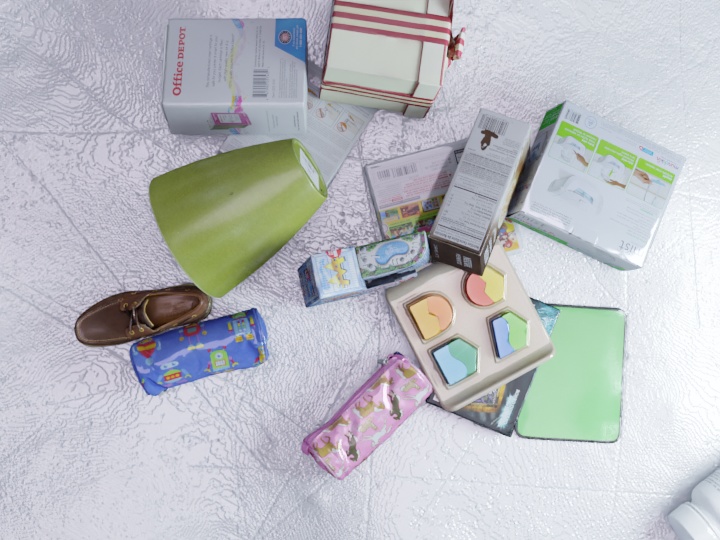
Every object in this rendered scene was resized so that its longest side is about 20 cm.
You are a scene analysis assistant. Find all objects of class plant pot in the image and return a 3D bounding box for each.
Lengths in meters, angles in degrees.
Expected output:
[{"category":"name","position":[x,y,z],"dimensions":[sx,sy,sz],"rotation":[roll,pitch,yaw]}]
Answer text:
[{"category":"plant pot","position":[-0.152,-0.092,1.611],"dimensions":[0.199,0.187,0.188],"rotation":[-29,89,13]}]

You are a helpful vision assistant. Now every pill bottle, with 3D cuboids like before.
[{"category":"pill bottle","position":[0.549,0.332,1.701],"dimensions":[0.199,0.113,0.114],"rotation":[-34,90,-5]}]

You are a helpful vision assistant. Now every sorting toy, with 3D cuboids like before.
[{"category":"sorting toy","position":[0.158,0.074,1.696],"dimensions":[0.184,0.036,0.201],"rotation":[-28,86,-2]}]

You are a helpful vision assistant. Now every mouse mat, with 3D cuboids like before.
[{"category":"mouse mat","position":[0.310,0.151,1.747],"dimensions":[0.160,0.008,0.201],"rotation":[4,88,-4]}]

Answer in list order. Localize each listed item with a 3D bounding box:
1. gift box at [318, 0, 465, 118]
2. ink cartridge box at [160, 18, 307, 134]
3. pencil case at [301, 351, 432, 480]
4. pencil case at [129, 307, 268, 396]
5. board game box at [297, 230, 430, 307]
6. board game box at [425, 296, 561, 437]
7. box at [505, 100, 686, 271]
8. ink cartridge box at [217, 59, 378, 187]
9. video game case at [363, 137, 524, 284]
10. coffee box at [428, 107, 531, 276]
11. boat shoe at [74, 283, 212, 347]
[{"category":"gift box","position":[0.048,-0.336,1.661],"dimensions":[0.186,0.185,0.201],"rotation":[9,86,-5]},{"category":"ink cartridge box","position":[-0.175,-0.273,1.671],"dimensions":[0.199,0.085,0.145],"rotation":[1,67,-1]},{"category":"pencil case","position":[0.009,0.207,1.686],"dimensions":[0.086,0.083,0.200],"rotation":[43,86,13]},{"category":"pencil case","position":[-0.226,0.118,1.675],"dimensions":[0.199,0.078,0.087],"rotation":[-16,113,-5]},{"category":"board game box","position":[0.000,0.000,1.621],"dimensions":[0.199,0.200,0.062],"rotation":[-14,88,5]},{"category":"board game box","position":[0.193,0.125,1.725],"dimensions":[0.135,0.028,0.201],"rotation":[23,86,1]},{"category":"box","position":[0.336,-0.118,1.706],"dimensions":[0.199,0.097,0.177],"rotation":[23,84,-7]},{"category":"ink cartridge box","position":[-0.092,-0.199,1.728],"dimensions":[0.162,0.050,0.200],"rotation":[33,68,-1]},{"category":"video game case","position":[0.123,-0.090,1.738],"dimensions":[0.199,0.023,0.183],"rotation":[-15,88,-5]},{"category":"coffee box","position":[0.168,-0.107,1.655],"dimensions":[0.079,0.114,0.201],"rotation":[20,79,12]},{"category":"boat shoe","position":[-0.310,0.060,1.677],"dimensions":[0.199,0.068,0.072],"rotation":[-14,88,-4]}]
